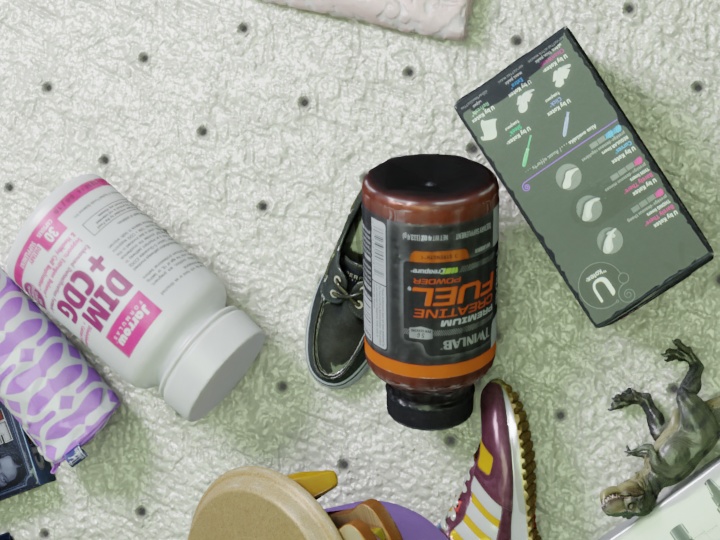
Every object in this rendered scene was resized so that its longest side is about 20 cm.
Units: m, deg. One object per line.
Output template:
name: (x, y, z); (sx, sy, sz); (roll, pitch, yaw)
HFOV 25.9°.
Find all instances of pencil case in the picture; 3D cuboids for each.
pencil case: (-0.288, 0.072, 1.305); (0.085, 0.084, 0.200); (-37, 96, 21)

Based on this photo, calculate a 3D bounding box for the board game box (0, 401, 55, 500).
board game box: (-0.360, 0.111, 1.365); (0.134, 0.035, 0.202); (-21, 85, 12)

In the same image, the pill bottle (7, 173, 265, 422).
pill bottle: (-0.182, 0.023, 1.282); (0.200, 0.113, 0.114); (39, 98, 11)

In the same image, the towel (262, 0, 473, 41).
towel: (0.012, -0.299, 1.280); (0.198, 0.032, 0.193); (14, 93, 14)

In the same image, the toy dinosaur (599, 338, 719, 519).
toy dinosaur: (0.249, 0.110, 1.209); (0.199, 0.048, 0.088); (-38, 65, -6)

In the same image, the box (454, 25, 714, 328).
box: (0.172, -0.066, 1.191); (0.106, 0.122, 0.201); (-34, 82, 11)

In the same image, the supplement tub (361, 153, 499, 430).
supplement tub: (0.054, 0.019, 1.205); (0.106, 0.107, 0.202); (5, 116, 14)

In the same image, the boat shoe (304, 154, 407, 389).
boat shoe: (0.000, 0.000, 1.267); (0.068, 0.057, 0.202); (21, 94, 13)

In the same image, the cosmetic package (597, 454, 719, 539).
cosmetic package: (0.244, 0.217, 1.208); (0.199, 0.051, 0.083); (-38, 80, 11)

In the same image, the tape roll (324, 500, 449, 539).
tape roll: (-0.006, 0.284, 1.218); (0.199, 0.085, 0.202); (1, 92, 36)

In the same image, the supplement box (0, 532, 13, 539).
supplement box: (-0.359, 0.361, 1.311); (0.199, 0.134, 0.201); (-30, 83, 11)

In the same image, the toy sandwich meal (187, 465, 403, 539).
toy sandwich meal: (-0.048, 0.230, 1.160); (0.204, 0.070, 0.207); (11, 106, 42)

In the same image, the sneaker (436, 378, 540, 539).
sneaker: (0.093, 0.188, 1.234); (0.089, 0.075, 0.202); (-6, 86, 13)
